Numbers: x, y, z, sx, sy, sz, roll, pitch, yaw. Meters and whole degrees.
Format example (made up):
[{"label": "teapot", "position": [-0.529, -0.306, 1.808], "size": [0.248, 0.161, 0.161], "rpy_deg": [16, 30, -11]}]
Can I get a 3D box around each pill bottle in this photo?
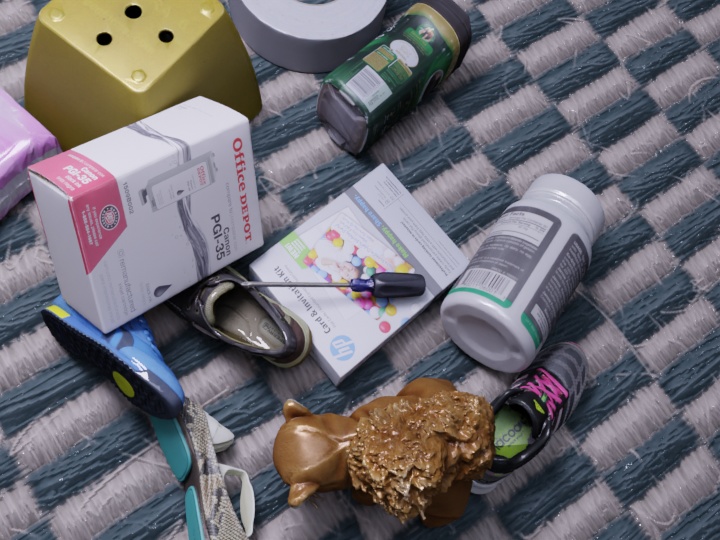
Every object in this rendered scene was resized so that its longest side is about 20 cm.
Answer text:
[{"label": "pill bottle", "position": [0.179, -0.002, 0.922], "size": [0.112, 0.114, 0.201], "rpy_deg": [36, 64, 6]}]

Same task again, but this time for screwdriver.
[{"label": "screwdriver", "position": [-0.026, 0.013, 0.878], "size": [0.195, 0.029, 0.029], "rpy_deg": [3, 23, -15]}]

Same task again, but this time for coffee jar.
[{"label": "coffee jar", "position": [0.042, -0.232, 1.000], "size": [0.085, 0.105, 0.200], "rpy_deg": [44, 67, 7]}]

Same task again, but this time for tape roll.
[{"label": "tape roll", "position": [-0.063, -0.347, 1.049], "size": [0.195, 0.066, 0.205], "rpy_deg": [4, 68, -9]}]

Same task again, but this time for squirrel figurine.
[{"label": "squirrel figurine", "position": [0.018, 0.160, 0.783], "size": [0.182, 0.200, 0.145], "rpy_deg": [6, 73, -20]}]

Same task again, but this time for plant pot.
[{"label": "plant pot", "position": [-0.233, -0.216, 0.907], "size": [0.198, 0.177, 0.201], "rpy_deg": [36, 67, 6]}]

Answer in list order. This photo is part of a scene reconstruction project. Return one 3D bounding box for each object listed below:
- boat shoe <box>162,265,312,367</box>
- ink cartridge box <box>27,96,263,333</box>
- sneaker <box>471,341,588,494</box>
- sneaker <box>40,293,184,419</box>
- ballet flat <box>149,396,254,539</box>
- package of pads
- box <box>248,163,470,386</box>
[{"label": "boat shoe", "position": [-0.139, 0.031, 0.866], "size": [0.197, 0.065, 0.074], "rpy_deg": [24, 82, 14]}, {"label": "ink cartridge box", "position": [-0.194, -0.059, 0.816], "size": [0.082, 0.149, 0.198], "rpy_deg": [26, 44, 36]}, {"label": "sneaker", "position": [0.176, 0.143, 0.878], "size": [0.199, 0.088, 0.074], "rpy_deg": [-41, 79, -22]}, {"label": "sneaker", "position": [-0.223, 0.066, 0.824], "size": [0.198, 0.067, 0.078], "rpy_deg": [29, 50, 32]}, {"label": "ballet flat", "position": [-0.145, 0.196, 0.818], "size": [0.074, 0.068, 0.203], "rpy_deg": [-7, 62, -34]}, {"label": "package of pads", "position": [-0.423, -0.148, 0.901], "size": [0.199, 0.076, 0.121], "rpy_deg": [41, 66, 8]}, {"label": "box", "position": [0.000, 0.000, 0.933], "size": [0.199, 0.041, 0.156], "rpy_deg": [-38, 78, -20]}]
